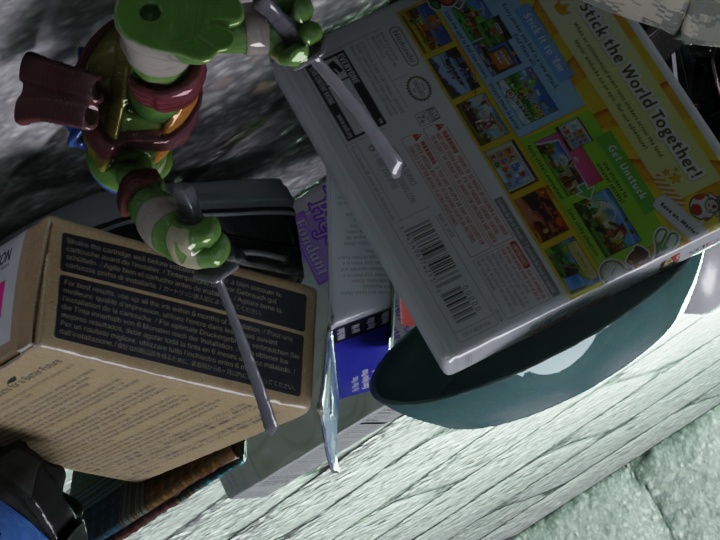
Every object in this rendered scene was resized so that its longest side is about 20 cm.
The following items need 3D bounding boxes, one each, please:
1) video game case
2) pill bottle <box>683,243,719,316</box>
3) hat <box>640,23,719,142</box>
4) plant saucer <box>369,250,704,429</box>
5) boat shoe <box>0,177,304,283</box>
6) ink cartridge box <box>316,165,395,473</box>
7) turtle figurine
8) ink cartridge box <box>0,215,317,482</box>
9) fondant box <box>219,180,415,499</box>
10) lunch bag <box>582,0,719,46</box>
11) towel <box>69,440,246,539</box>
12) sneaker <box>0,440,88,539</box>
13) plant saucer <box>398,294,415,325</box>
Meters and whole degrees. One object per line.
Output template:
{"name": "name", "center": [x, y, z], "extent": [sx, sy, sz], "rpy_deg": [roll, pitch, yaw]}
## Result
{"name": "video game case", "center": [0.077, -0.067, 1.279], "extent": [0.181, 0.201, 0.023], "rpy_deg": [-25, 153, -9]}
{"name": "pill bottle", "center": [0.188, -0.031, 1.632], "extent": [0.199, 0.113, 0.112], "rpy_deg": [8, 174, 15]}
{"name": "hat", "center": [0.203, -0.130, 1.520], "extent": [0.200, 0.081, 0.201], "rpy_deg": [-21, 142, -18]}
{"name": "plant saucer", "center": [0.100, 0.032, 1.319], "extent": [0.199, 0.036, 0.200], "rpy_deg": [-27, -166, 7]}
{"name": "boat shoe", "center": [-0.111, -0.006, 1.398], "extent": [0.199, 0.071, 0.072], "rpy_deg": [-12, 161, -34]}
{"name": "ink cartridge box", "center": [0.000, 0.000, 1.393], "extent": [0.040, 0.202, 0.200], "rpy_deg": [1, 167, 1]}
{"name": "turtle figurine", "center": [-0.050, -0.074, 1.084], "extent": [0.144, 0.200, 0.194], "rpy_deg": [-39, 163, -23]}
{"name": "ink cartridge box", "center": [-0.142, 0.048, 1.334], "extent": [0.164, 0.076, 0.200], "rpy_deg": [16, 157, -30]}
{"name": "fondant box", "center": [-0.025, 0.035, 1.575], "extent": [0.199, 0.145, 0.058], "rpy_deg": [-32, 165, 18]}
{"name": "lunch bag", "center": [0.137, -0.189, 1.065], "extent": [0.166, 0.140, 0.200], "rpy_deg": [8, 166, 1]}
{"name": "towel", "center": [-0.118, 0.074, 1.499], "extent": [0.146, 0.201, 0.022], "rpy_deg": [-34, 124, 27]}
{"name": "sneaker", "center": [-0.199, 0.175, 1.391], "extent": [0.111, 0.076, 0.201], "rpy_deg": [-51, 159, -33]}
{"name": "plant saucer", "center": [0.084, -0.067, 1.421], "extent": [0.200, 0.037, 0.200], "rpy_deg": [-60, 172, -11]}
